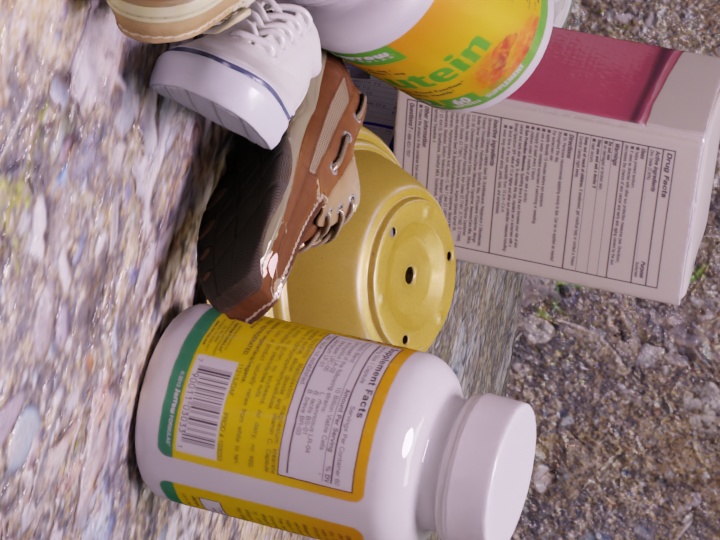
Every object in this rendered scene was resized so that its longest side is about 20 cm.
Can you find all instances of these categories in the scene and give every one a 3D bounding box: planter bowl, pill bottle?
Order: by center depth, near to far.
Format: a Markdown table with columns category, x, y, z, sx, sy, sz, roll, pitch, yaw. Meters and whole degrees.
| category | x | y | z | sx | sy | sz | roll | pitch | yaw |
| --- | --- | --- | --- | --- | --- | --- | --- | --- | --- |
| pill bottle | -0.011 | 0.091 | 1.329 | 0.113 | 0.199 | 0.114 | 12 | 90 | -72 |
| pill bottle | 0.018 | -0.165 | 1.365 | 0.200 | 0.110 | 0.112 | 22 | 80 | -57 |
| planter bowl | 0.000 | 0.000 | 1.454 | 0.200 | 0.083 | 0.202 | -9 | 101 | -55 |

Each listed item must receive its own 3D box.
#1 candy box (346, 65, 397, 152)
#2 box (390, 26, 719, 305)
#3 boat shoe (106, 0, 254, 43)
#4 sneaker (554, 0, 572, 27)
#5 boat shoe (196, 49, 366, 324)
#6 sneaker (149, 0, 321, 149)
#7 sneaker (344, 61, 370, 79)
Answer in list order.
| category | x | y | z | sx | sy | sz | roll | pitch | yaw |
| --- | --- | --- | --- | --- | --- | --- | --- | --- | --- |
| candy box | -0.005 | -0.031 | 1.662 | 0.170 | 0.076 | 0.201 | 91 | 15 | -45 |
| box | 0.127 | -0.076 | 1.573 | 0.109 | 0.198 | 0.129 | -63 | 161 | -53 |
| boat shoe | -0.071 | -0.138 | 1.118 | 0.201 | 0.073 | 0.064 | -77 | 171 | -64 |
| sneaker | 0.175 | -0.322 | 2.483 | 0.081 | 0.076 | 0.201 | -46 | 142 | -58 |
| boat shoe | -0.032 | -0.050 | 1.351 | 0.076 | 0.074 | 0.201 | -34 | -149 | 40 |
| sneaker | -0.058 | -0.106 | 1.224 | 0.071 | 0.073 | 0.200 | -63 | -177 | 4 |
| sneaker | 0.004 | -0.180 | 1.512 | 0.199 | 0.079 | 0.131 | -47 | 146 | -78 |
